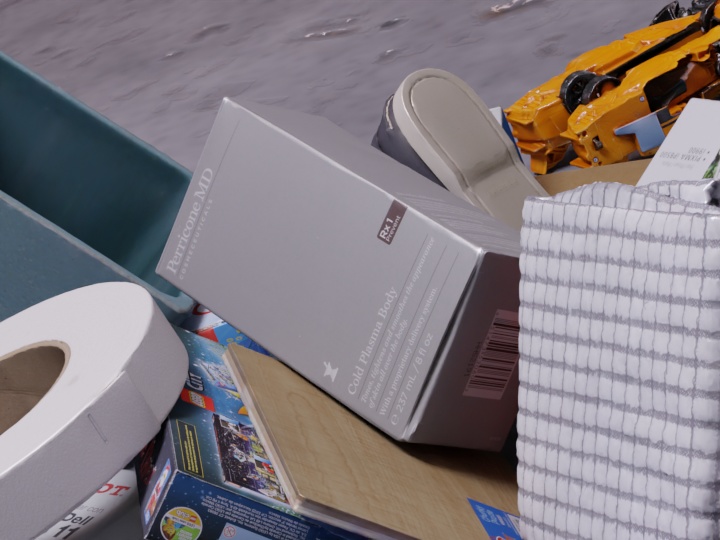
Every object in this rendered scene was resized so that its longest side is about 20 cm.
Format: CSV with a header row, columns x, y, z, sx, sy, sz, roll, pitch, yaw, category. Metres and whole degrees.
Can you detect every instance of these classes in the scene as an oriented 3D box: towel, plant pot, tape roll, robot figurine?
x,y,z,sx,sy,sz,roll,pitch,yaw,category
0.137,0.045,1.177,0.085,0.166,0.200,2,1,-21,towel
-0.223,0.011,1.572,0.200,0.195,0.196,-53,12,19,plant pot
-0.172,0.079,1.310,0.202,0.037,0.203,-28,20,11,tape roll
0.197,-0.121,1.729,0.199,0.058,0.145,-28,22,-17,robot figurine

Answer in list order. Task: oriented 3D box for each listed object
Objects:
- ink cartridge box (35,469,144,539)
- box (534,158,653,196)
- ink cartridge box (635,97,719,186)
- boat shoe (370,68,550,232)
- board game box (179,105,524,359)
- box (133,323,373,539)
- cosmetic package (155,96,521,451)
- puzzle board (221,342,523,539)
x,y,z,sx,sy,sz,roll,pitch,yaw,category
-0.185,0.174,1.311,0.146,0.083,0.200,2,29,44,ink cartridge box
0.106,-0.007,1.578,0.163,0.021,0.200,-8,24,32,box
0.152,0.014,1.321,0.200,0.050,0.109,-56,29,-11,ink cartridge box
0.069,-0.007,1.434,0.072,0.200,0.063,-19,-17,-39,boat shoe
0.000,-0.007,1.572,0.195,0.056,0.200,-20,19,10,board game box
-0.040,0.095,1.322,0.136,0.038,0.200,22,15,-14,box
0.000,0.000,1.380,0.200,0.107,0.090,29,13,38,cosmetic package
0.018,0.097,1.287,0.150,0.017,0.200,22,13,-18,puzzle board
